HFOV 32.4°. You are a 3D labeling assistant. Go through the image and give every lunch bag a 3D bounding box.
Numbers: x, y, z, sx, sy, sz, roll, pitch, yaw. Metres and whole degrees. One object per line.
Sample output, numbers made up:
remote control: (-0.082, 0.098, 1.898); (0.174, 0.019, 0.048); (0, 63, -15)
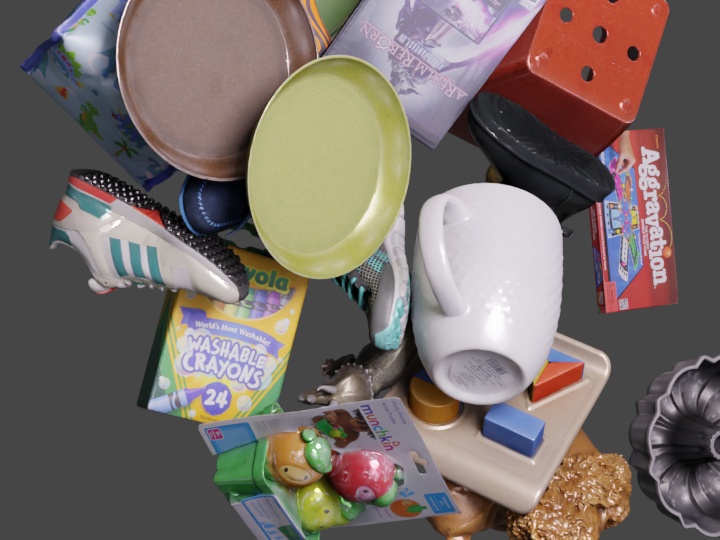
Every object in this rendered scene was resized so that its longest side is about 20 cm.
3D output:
lunch bag: (-0.177, -0.205, 1.143); (0.170, 0.127, 0.200); (47, 58, -17)

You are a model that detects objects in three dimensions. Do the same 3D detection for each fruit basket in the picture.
fruit basket: (-0.027, 0.191, 1.141); (0.186, 0.198, 0.094); (63, 30, -41)

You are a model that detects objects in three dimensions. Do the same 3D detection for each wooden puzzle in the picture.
wooden puzzle: (0.129, 0.118, 1.222); (0.184, 0.047, 0.200); (23, 54, 20)

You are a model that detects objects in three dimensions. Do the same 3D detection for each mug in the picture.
mug: (0.106, 0.015, 1.162); (0.200, 0.147, 0.176); (53, 33, -40)

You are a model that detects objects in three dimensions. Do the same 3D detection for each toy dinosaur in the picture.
toy dinosaur: (0.022, 0.085, 1.229); (0.200, 0.102, 0.077); (-43, 105, -18)

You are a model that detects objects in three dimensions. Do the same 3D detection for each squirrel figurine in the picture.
squirrel figurine: (0.160, 0.222, 1.234); (0.185, 0.199, 0.143); (-2, 94, -32)

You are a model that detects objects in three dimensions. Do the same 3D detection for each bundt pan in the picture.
bundt pan: (0.385, 0.193, 1.399); (0.200, 0.076, 0.204); (0, 89, -23)

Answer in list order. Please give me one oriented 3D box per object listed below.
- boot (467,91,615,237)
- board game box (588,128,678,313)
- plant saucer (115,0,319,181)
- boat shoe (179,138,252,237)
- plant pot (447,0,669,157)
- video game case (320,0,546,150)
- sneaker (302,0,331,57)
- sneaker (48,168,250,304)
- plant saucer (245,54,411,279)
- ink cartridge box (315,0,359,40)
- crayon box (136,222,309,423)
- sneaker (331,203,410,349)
boot: (0.142, -0.075, 1.250); (0.197, 0.162, 0.074); (26, 37, -30)
board game box: (0.306, -0.057, 1.402); (0.102, 0.019, 0.202); (-6, 91, -25)
plant saucer: (-0.126, -0.179, 1.076); (0.199, 0.032, 0.202); (-3, 94, -35)
boat shoe: (-0.093, -0.099, 1.157); (0.200, 0.068, 0.085); (-48, 123, -46)
plant pot: (0.197, -0.224, 1.272); (0.199, 0.176, 0.202); (24, 80, -21)
video game case: (0.071, -0.233, 1.168); (0.142, 0.019, 0.201); (33, 109, -13)
sneaker: (-0.069, -0.303, 1.177); (0.112, 0.078, 0.201); (-34, 98, 22)
sneaker: (-0.196, -0.009, 1.131); (0.199, 0.070, 0.094); (32, 103, 6)
plant saucer: (-0.033, -0.094, 1.120); (0.199, 0.031, 0.202); (-14, 110, -43)
ink cartridge box: (0.011, -0.262, 1.213); (0.200, 0.145, 0.048); (46, 34, -17)
crayon box: (-0.127, 0.049, 1.193); (0.125, 0.051, 0.202); (17, 82, -22)
sneaker: (0.000, 0.000, 1.201); (0.090, 0.201, 0.078); (-1, 132, -3)
